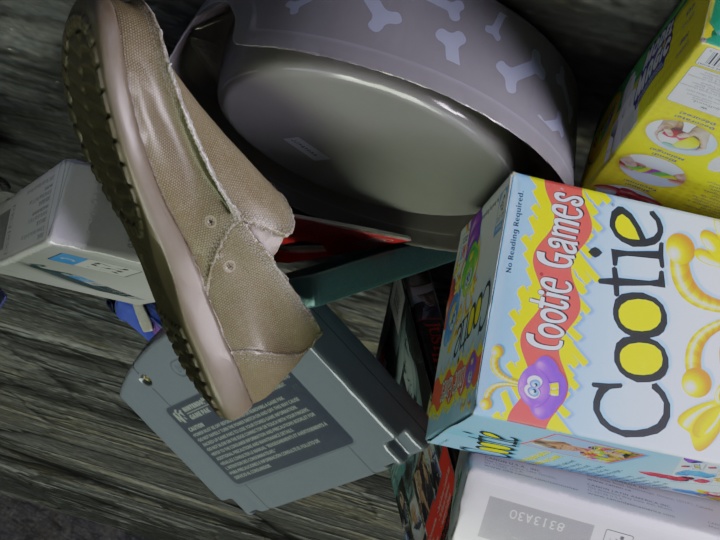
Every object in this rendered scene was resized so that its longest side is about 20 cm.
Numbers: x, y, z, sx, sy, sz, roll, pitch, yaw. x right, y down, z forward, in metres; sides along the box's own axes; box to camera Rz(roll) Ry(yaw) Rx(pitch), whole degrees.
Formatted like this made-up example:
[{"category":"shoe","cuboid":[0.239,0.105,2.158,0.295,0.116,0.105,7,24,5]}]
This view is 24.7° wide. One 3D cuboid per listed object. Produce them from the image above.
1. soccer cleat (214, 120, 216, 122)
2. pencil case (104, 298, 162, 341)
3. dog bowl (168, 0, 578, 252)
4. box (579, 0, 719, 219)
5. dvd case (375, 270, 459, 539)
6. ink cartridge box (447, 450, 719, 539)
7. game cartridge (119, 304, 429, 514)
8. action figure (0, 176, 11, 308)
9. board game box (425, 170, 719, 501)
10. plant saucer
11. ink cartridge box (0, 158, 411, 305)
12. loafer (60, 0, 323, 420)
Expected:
[{"category":"soccer cleat","cuboid":[-0.087,-0.056,0.903,0.077,0.070,0.200,13,169,-10]},{"category":"pencil case","cuboid":[-0.075,0.049,1.059,0.200,0.078,0.087,38,-148,20]},{"category":"dog bowl","cuboid":[0.008,-0.075,0.746,0.199,0.059,0.200,17,162,6]},{"category":"box","cuboid":[0.165,-0.054,0.674,0.116,0.049,0.200,18,161,-3]},{"category":"dvd case","cuboid":[0.042,0.112,1.004,0.022,0.201,0.147,-6,143,-13]},{"category":"ink cartridge box","cuboid":[0.129,0.095,0.822,0.160,0.050,0.200,15,-161,2]},{"category":"game cartridge","cuboid":[-0.057,0.073,0.950,0.133,0.042,0.200,51,143,-10]},{"category":"action figure","cuboid":[-0.266,-0.070,0.979,0.200,0.105,0.193,38,177,25]},{"category":"board game box","cuboid":[0.141,0.039,0.711,0.198,0.104,0.105,12,166,-6]},{"category":"plant saucer","cuboid":[0.000,0.000,0.852,0.069,0.019,0.200,-13,-178,30]},{"category":"ink cartridge box","cuboid":[-0.092,-0.008,0.854,0.175,0.045,0.200,13,172,-19]},{"category":"loafer","cuboid":[-0.071,-0.032,0.713,0.076,0.067,0.201,36,147,56]}]
